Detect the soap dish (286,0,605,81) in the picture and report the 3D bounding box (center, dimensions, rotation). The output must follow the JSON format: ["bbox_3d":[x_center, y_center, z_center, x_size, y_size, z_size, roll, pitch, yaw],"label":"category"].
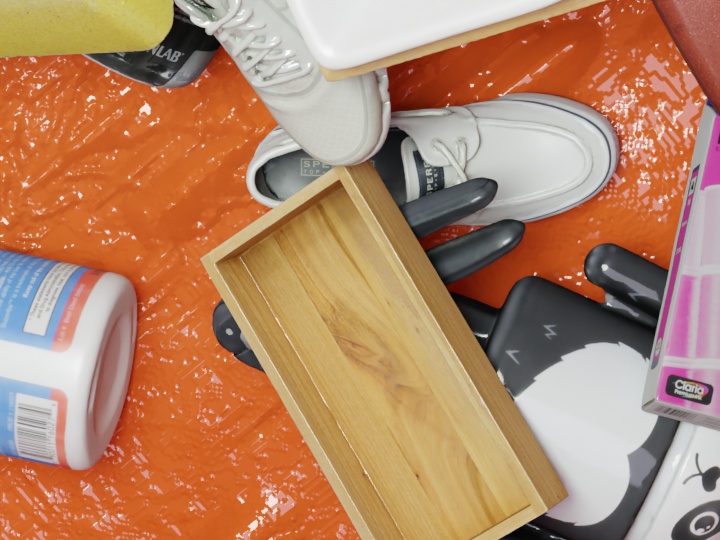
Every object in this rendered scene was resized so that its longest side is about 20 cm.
[{"bbox_3d":[0.018,-0.199,1.115,0.157,0.081,0.201,-15,108,29],"label":"soap dish"}]

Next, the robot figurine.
[{"bbox_3d":[0.118,0.079,1.317,0.199,0.125,0.151,24,134,3],"label":"robot figurine"}]

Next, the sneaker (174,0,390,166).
[{"bbox_3d":[-0.052,-0.127,1.184,0.075,0.081,0.200,-17,116,29],"label":"sneaker"}]

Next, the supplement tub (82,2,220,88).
[{"bbox_3d":[-0.088,-0.205,1.282,0.122,0.123,0.200,34,107,0],"label":"supplement tub"}]

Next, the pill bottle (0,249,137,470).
[{"bbox_3d":[-0.232,0.038,1.379,0.199,0.112,0.113,12,106,7],"label":"pill bottle"}]

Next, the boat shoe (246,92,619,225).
[{"bbox_3d":[0.037,-0.056,1.328,0.199,0.066,0.072,3,105,10],"label":"boat shoe"}]

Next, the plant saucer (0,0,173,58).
[{"bbox_3d":[-0.183,-0.209,1.244,0.199,0.048,0.201,0,88,34],"label":"plant saucer"}]

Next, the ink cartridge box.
[{"bbox_3d":[0.210,-0.014,1.270,0.094,0.037,0.201,15,75,-5],"label":"ink cartridge box"}]

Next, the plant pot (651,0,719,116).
[{"bbox_3d":[0.225,-0.182,1.203,0.199,0.200,0.177,-11,113,13],"label":"plant pot"}]

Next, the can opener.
[{"bbox_3d":[0.000,0.000,1.313,0.200,0.079,0.063,-30,115,39],"label":"can opener"}]

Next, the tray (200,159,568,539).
[{"bbox_3d":[0.011,0.053,1.264,0.098,0.037,0.200,-33,84,26],"label":"tray"}]
